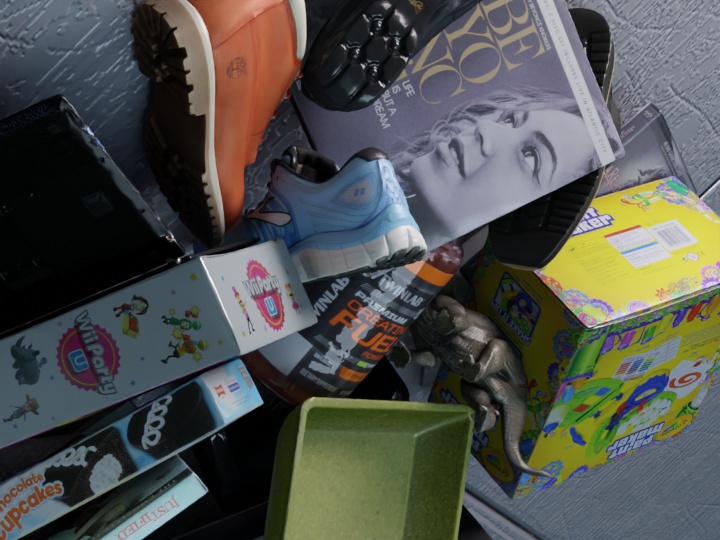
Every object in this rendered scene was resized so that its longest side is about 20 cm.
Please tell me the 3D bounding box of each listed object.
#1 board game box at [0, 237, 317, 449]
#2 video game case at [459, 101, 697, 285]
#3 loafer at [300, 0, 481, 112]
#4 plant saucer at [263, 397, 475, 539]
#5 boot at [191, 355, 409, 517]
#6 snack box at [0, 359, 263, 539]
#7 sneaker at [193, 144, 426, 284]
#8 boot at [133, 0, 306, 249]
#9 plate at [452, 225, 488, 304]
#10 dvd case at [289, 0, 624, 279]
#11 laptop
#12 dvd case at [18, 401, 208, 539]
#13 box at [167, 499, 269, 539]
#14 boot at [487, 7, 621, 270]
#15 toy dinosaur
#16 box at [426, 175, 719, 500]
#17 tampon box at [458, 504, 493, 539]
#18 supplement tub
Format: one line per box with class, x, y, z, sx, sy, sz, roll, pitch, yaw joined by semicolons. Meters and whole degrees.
board game box;-0.145;0.048;1.147;0.200;0.064;0.148;-23;179;17
video game case;0.179;-0.033;1.520;0.200;0.019;0.143;-40;147;0
loafer;0.034;-0.181;1.209;0.201;0.070;0.068;-47;111;-14
plant saucer;-0.006;0.190;1.372;0.200;0.048;0.200;7;91;-50
boot;-0.048;0.108;1.449;0.168;0.076;0.200;-30;153;-11
snack box;-0.165;0.121;1.188;0.200;0.037;0.116;-29;178;8
sneaker;-0.037;-0.036;1.236;0.078;0.090;0.200;-9;179;-45
boot;-0.077;-0.100;1.179;0.107;0.075;0.200;-30;146;-28
plate;0.161;0.000;1.586;0.199;0.032;0.200;-36;147;-7
dvd case;0.065;-0.103;1.266;0.200;0.016;0.149;-26;103;-12
laptop;-0.187;-0.025;1.130;0.177;0.103;0.200;-23;125;20
dvd case;-0.190;0.158;1.278;0.146;0.200;0.022;-35;110;-9
box;-0.115;0.269;1.486;0.148;0.104;0.200;-19;164;-27
boot;0.156;-0.071;1.385;0.138;0.077;0.200;59;48;-62
toy dinosaur;0.084;0.064;1.399;0.077;0.200;0.102;-55;168;26
box;0.186;0.053;1.498;0.200;0.122;0.193;-16;139;-35
tampon box;0.024;0.236;1.567;0.126;0.200;0.150;-33;148;-13
supplement tub;0.000;0.000;1.345;0.200;0.107;0.107;-50;147;13
